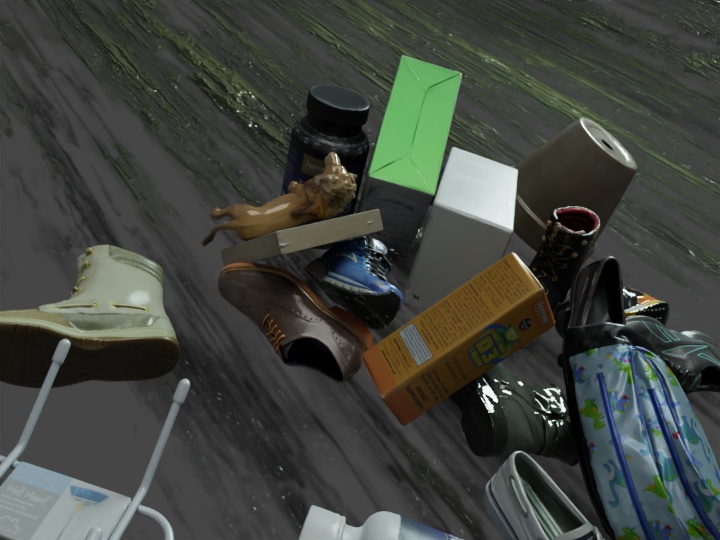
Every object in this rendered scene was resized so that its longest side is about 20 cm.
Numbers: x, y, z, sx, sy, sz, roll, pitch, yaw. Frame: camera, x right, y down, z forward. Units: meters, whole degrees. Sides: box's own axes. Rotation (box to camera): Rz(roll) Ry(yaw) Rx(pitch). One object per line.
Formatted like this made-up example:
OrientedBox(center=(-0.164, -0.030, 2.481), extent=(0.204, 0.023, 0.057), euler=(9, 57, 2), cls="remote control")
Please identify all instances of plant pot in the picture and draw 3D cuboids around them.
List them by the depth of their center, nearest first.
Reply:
OrientedBox(center=(0.336, -0.135, 1.080), extent=(0.197, 0.174, 0.203), euler=(27, 34, -20), cls="plant pot")

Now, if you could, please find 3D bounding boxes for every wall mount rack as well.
OrientedBox(center=(-0.228, 0.151, 0.539), extent=(0.195, 0.076, 0.175), euler=(18, 32, 1), cls="wall mount rack")

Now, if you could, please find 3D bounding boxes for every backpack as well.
OrientedBox(center=(0.269, 0.174, 0.650), extent=(0.150, 0.164, 0.204), euler=(-8, 50, 30), cls="backpack")

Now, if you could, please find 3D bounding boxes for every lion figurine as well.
OrientedBox(center=(-0.100, -0.072, 0.831), extent=(0.197, 0.074, 0.122), euler=(-29, 15, -13), cls="lion figurine")

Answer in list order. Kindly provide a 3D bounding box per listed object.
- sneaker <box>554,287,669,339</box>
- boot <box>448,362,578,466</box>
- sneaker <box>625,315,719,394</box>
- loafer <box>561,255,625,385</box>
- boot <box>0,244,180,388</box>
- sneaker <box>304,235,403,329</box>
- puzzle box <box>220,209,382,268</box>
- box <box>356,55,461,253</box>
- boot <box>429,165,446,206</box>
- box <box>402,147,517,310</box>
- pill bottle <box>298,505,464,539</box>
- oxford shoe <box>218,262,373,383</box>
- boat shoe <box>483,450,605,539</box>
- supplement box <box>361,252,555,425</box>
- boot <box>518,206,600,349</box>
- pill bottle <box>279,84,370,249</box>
OrientedBox(center=(0.332, 0.060, 0.948), extent=(0.195, 0.072, 0.090), euler=(-1, 20, -25), cls="sneaker")
OrientedBox(center=(0.165, 0.133, 0.769), extent=(0.127, 0.069, 0.203), euler=(10, 38, -22), cls="boot")
OrientedBox(center=(0.394, 0.113, 0.879), extent=(0.194, 0.077, 0.080), euler=(7, 35, -14), cls="sneaker")
OrientedBox(center=(0.287, 0.076, 0.820), extent=(0.070, 0.063, 0.205), euler=(13, 62, -6), cls="loafer")
OrientedBox(center=(-0.289, 0.037, 0.685), extent=(0.195, 0.073, 0.156), euler=(5, 35, -27), cls="boot")
OrientedBox(center=(0.000, 0.000, 0.787), extent=(0.079, 0.089, 0.199), euler=(46, -6, -26), cls="sneaker")
OrientedBox(center=(-0.076, -0.035, 0.807), extent=(0.130, 0.026, 0.199), euler=(-15, 3, -28), cls="puzzle box")
OrientedBox(center=(0.061, -0.159, 0.965), extent=(0.094, 0.177, 0.205), euler=(15, 65, 0), cls="box")
OrientedBox(center=(0.122, -0.129, 1.111), extent=(0.165, 0.078, 0.199), euler=(26, 27, 21), cls="boot")
OrientedBox(center=(0.140, -0.051, 0.933), extent=(0.104, 0.155, 0.201), euler=(19, 33, 4), cls="box")
OrientedBox(center=(0.042, 0.244, 0.489), extent=(0.195, 0.113, 0.112), euler=(19, 32, 4), cls="pill bottle")
OrientedBox(center=(-0.083, 0.055, 0.754), extent=(0.196, 0.073, 0.073), euler=(25, 37, 12), cls="oxford shoe")
OrientedBox(center=(0.180, 0.247, 0.587), extent=(0.072, 0.068, 0.200), euler=(-12, 42, -36), cls="boat shoe")
OrientedBox(center=(0.102, 0.072, 0.711), extent=(0.198, 0.067, 0.069), euler=(-36, 42, 1), cls="supplement box")
OrientedBox(center=(0.243, 0.007, 0.895), extent=(0.073, 0.154, 0.198), euler=(34, 36, 28), cls="boot")
OrientedBox(center=(-0.049, -0.142, 0.937), extent=(0.109, 0.204, 0.113), euler=(11, 32, -7), cls="pill bottle")
